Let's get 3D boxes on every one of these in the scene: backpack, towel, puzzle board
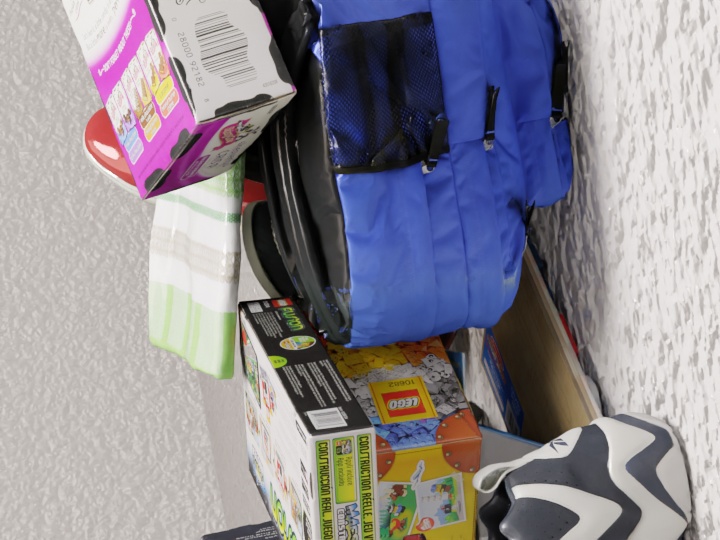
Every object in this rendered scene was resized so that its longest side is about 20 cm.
[{"bbox_3d":[0.030,-0.061,1.001,0.163,0.167,0.201,-134,39,-79],"label":"backpack"},{"bbox_3d":[-0.103,-0.044,1.110,0.149,0.030,0.201,-162,74,-70],"label":"towel"},{"bbox_3d":[0.113,0.079,1.105,0.151,0.017,0.201,91,165,-48],"label":"puzzle board"}]

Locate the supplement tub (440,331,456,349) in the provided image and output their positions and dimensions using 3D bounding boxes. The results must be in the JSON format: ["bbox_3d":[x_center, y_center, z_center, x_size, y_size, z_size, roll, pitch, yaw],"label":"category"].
[{"bbox_3d":[0.003,0.028,1.379,0.200,0.106,0.108,176,85,-79],"label":"supplement tub"}]

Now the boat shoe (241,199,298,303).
[{"bbox_3d":[0.000,0.002,1.139,0.199,0.066,0.075,40,-137,-50],"label":"boat shoe"}]

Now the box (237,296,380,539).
[{"bbox_3d":[-0.030,0.098,0.997,0.200,0.034,0.111,-127,32,-67],"label":"box"}]

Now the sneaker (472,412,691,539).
[{"bbox_3d":[0.107,0.179,0.925,0.079,0.129,0.201,-156,57,-77],"label":"sneaker"}]

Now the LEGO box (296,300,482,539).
[{"bbox_3d":[0.013,0.133,1.091,0.149,0.077,0.201,-112,18,-52],"label":"LEGO box"}]

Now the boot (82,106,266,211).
[{"bbox_3d":[-0.110,-0.089,1.228,0.144,0.199,0.073,65,-133,-66],"label":"boot"}]

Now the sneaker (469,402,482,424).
[{"bbox_3d":[0.038,0.135,1.364,0.200,0.080,0.087,-142,42,-75],"label":"sneaker"}]

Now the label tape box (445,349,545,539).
[{"bbox_3d":[0.082,0.143,1.111,0.143,0.066,0.201,180,85,-79],"label":"label tape box"}]

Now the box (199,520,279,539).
[{"bbox_3d":[-0.004,0.248,1.356,0.200,0.195,0.118,-173,73,-78],"label":"box"}]

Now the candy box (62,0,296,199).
[{"bbox_3d":[-0.113,-0.155,0.979,0.201,0.061,0.136,67,157,6],"label":"candy box"}]
